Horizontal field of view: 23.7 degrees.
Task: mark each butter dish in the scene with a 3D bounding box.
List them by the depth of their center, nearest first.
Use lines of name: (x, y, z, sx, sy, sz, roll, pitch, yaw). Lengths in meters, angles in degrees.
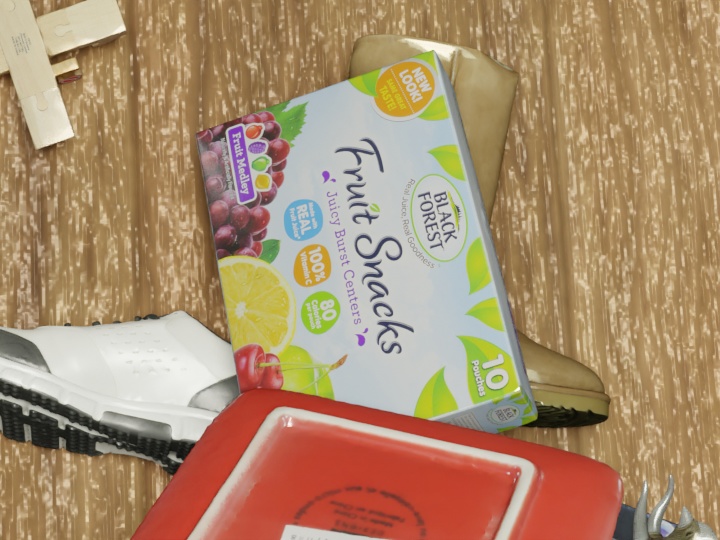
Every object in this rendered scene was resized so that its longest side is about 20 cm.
butter dish: (0.000, 0.166, 0.756, 0.198, 0.149, 0.200, 11, 33, 16)

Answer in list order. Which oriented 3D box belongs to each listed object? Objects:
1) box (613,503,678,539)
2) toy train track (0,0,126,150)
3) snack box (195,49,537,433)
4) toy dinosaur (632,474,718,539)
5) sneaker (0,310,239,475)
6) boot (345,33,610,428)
box: (0.077, 0.212, 0.891, 0.147, 0.107, 0.202, 20, 76, -3)
toy train track: (-0.227, -0.110, 0.955, 0.198, 0.033, 0.116, -19, 89, -6)
snack box: (0.000, 0.000, 0.889, 0.141, 0.053, 0.202, -17, 63, 9)
toy dinosaur: (0.095, 0.197, 0.815, 0.199, 0.077, 0.103, -33, 71, -5)
sneaker: (-0.131, 0.057, 0.921, 0.198, 0.074, 0.081, 16, 62, -9)
boot: (0.066, -0.022, 0.960, 0.173, 0.066, 0.202, 11, 76, -6)
